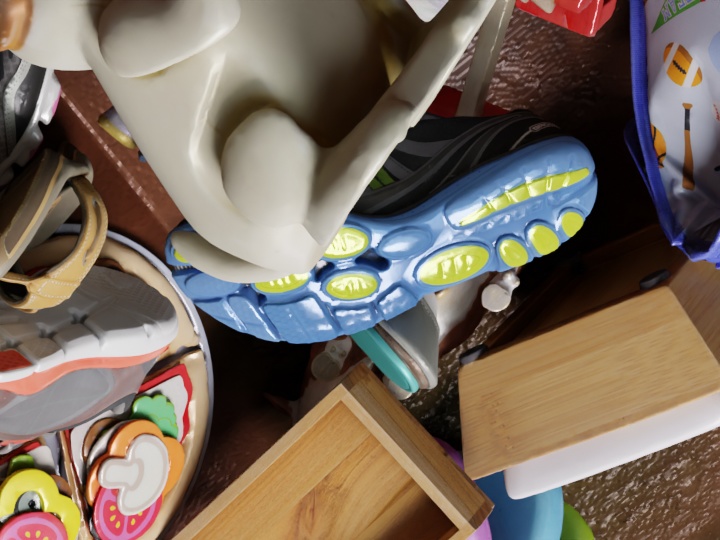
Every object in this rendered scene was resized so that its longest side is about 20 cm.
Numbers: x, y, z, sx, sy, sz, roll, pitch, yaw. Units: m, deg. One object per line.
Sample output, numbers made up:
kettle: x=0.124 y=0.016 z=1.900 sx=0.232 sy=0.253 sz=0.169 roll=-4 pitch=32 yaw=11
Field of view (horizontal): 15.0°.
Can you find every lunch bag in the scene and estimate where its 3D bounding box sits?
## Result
lunch bag: x=0.226 y=-0.101 z=1.387 sx=0.169 sy=0.124 sz=0.202 roll=0 pitch=85 yaw=-33

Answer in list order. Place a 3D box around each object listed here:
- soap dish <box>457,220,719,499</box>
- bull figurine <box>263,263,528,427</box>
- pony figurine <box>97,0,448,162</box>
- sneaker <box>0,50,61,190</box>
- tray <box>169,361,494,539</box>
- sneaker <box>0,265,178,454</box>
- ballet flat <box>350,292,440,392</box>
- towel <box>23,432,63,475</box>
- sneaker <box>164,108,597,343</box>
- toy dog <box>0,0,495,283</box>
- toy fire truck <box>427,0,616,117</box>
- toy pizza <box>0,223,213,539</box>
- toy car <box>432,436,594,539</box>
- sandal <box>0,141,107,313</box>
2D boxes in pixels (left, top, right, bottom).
soap dish: x=0.146 y=0.032 z=1.425 sx=0.157 sy=0.200 sz=0.082 roll=-23 pitch=99 yaw=30
bull figurine: x=0.022 y=0.028 z=1.422 sx=0.065 sy=0.121 sz=0.200 roll=40 pitch=90 yaw=-5
pony figurine: x=-0.029 y=-0.123 z=1.251 sx=0.200 sy=0.166 sz=0.193 roll=-49 pitch=167 yaw=5
sneaker: x=-0.209 y=-0.059 z=1.214 sx=0.200 sy=0.074 sz=0.087 roll=-49 pitch=141 yaw=17
tray: x=-0.035 y=0.146 z=1.384 sx=0.200 sy=0.099 sz=0.037 roll=-43 pitch=179 yaw=27
sneaker: x=-0.170 y=0.056 z=1.252 sx=0.199 sy=0.077 sz=0.082 roll=-7 pitch=128 yaw=-40
ballet flat: x=0.000 y=0.000 z=1.318 sx=0.064 sy=0.200 sz=0.068 roll=-41 pitch=117 yaw=-10
towel: x=-0.206 y=0.121 z=1.383 sx=0.199 sy=0.050 sz=0.148 roll=13 pitch=109 yaw=-38
sneaker: x=0.007 y=-0.025 z=1.237 sx=0.198 sy=0.083 sz=0.071 roll=-17 pitch=123 yaw=-12
toy dog: x=-0.068 y=-0.104 z=1.121 sx=0.140 sy=0.200 sz=0.194 roll=-54 pitch=-179 yaw=-36
toy fire truck: x=0.086 y=-0.146 z=1.306 sx=0.141 sy=0.048 sz=0.201 roll=-45 pitch=152 yaw=-52
toy pizza: x=-0.152 y=0.077 z=1.341 sx=0.199 sy=0.032 sz=0.202 roll=-10 pitch=108 yaw=-34
toy car: x=0.035 y=0.160 z=1.476 sx=0.199 sy=0.175 sz=0.151 roll=-23 pitch=130 yaw=-16
sandal: x=-0.144 y=-0.012 z=1.223 sx=0.054 sy=0.200 sz=0.080 roll=44 pitch=99 yaw=-3
